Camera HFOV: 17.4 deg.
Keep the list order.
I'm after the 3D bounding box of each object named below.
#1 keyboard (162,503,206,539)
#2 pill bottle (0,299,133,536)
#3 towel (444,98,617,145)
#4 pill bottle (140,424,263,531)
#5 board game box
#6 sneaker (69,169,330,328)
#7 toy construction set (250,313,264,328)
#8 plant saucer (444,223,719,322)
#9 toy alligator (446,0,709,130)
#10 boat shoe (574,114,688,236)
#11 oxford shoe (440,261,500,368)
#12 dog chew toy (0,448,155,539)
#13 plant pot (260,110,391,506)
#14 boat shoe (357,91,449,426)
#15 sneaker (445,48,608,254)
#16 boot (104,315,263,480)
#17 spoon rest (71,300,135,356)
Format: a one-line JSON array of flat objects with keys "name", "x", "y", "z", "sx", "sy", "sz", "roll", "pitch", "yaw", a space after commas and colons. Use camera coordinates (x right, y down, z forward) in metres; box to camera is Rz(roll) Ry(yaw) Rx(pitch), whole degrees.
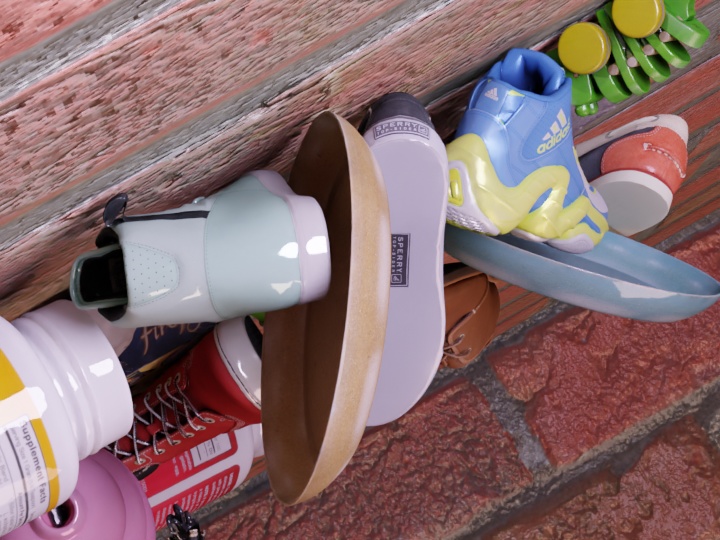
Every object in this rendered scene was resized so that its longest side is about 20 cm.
[{"name": "keyboard", "x": -0.153, "y": 0.188, "z": 1.571, "sx": 0.127, "sy": 0.021, "sz": 0.200, "roll": 7, "pitch": 146, "yaw": 13}, {"name": "pill bottle", "x": -0.215, "y": 0.089, "z": 1.153, "sx": 0.200, "sy": 0.109, "sz": 0.109, "roll": -27, "pitch": 172, "yaw": -27}, {"name": "towel", "x": 0.103, "y": -0.088, "z": 1.544, "sx": 0.133, "sy": 0.034, "sz": 0.200, "roll": -25, "pitch": 171, "yaw": -42}, {"name": "pill bottle", "x": -0.150, "y": 0.126, "z": 1.682, "sx": 0.200, "sy": 0.112, "sz": 0.112, "roll": -25, "pitch": 172, "yaw": -35}, {"name": "board game box", "x": -0.172, "y": 0.072, "z": 1.523, "sx": 0.200, "sy": 0.035, "sz": 0.135, "roll": -30, "pitch": 173, "yaw": -8}, {"name": "sneaker", "x": -0.092, "y": -0.011, "z": 1.192, "sx": 0.118, "sy": 0.074, "sz": 0.200, "roll": -6, "pitch": -178, "yaw": -12}, {"name": "toy construction set", "x": 0.000, "y": 0.000, "z": 1.404, "sx": 0.131, "sy": 0.092, "sz": 0.200, "roll": -67, "pitch": -171, "yaw": -25}, {"name": "plant saucer", "x": 0.124, "y": -0.008, "z": 1.448, "sx": 0.200, "sy": 0.200, "sz": 0.027, "roll": -13, "pitch": 122, "yaw": -69}, {"name": "toy alligator", "x": 0.140, "y": -0.118, "z": 1.391, "sx": 0.200, "sy": 0.054, "sz": 0.059, "roll": -34, "pitch": 172, "yaw": 27}, {"name": "boat shoe", "x": 0.144, "y": -0.052, "z": 1.577, "sx": 0.200, "sy": 0.071, "sz": 0.063, "roll": -23, "pitch": -140, "yaw": 54}, {"name": "oxford shoe", "x": 0.057, "y": 0.030, "z": 1.565, "sx": 0.071, "sy": 0.071, "sz": 0.200, "roll": -8, "pitch": 177, "yaw": 19}, {"name": "dog chew toy", "x": -0.180, "y": 0.152, "z": 1.387, "sx": 0.125, "sy": 0.125, "sz": 0.200, "roll": -29, "pitch": 173, "yaw": -13}, {"name": "plant pot", "x": -0.017, "y": 0.020, "z": 1.191, "sx": 0.027, "sy": 0.200, "sz": 0.200, "roll": 7, "pitch": 163, "yaw": -13}, {"name": "boat shoe", "x": 0.016, "y": -0.005, "z": 1.289, "sx": 0.069, "sy": 0.057, "sz": 0.200, "roll": 5, "pitch": 125, "yaw": -5}, {"name": "sneaker", "x": 0.108, "y": -0.069, "z": 1.364, "sx": 0.200, "sy": 0.076, "sz": 0.105, "roll": -1, "pitch": 114, "yaw": -67}, {"name": "boot", "x": -0.114, "y": 0.090, "z": 1.476, "sx": 0.144, "sy": 0.072, "sz": 0.200, "roll": -29, "pitch": 177, "yaw": -5}, {"name": "spoon rest", "x": -0.201, "y": 0.065, "z": 1.324, "sx": 0.200, "sy": 0.061, "sz": 0.099, "roll": -43, "pitch": 175, "yaw": -3}]
